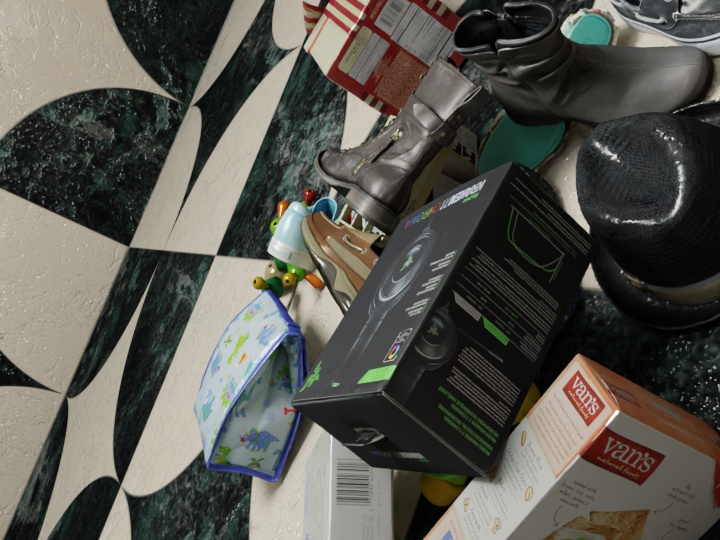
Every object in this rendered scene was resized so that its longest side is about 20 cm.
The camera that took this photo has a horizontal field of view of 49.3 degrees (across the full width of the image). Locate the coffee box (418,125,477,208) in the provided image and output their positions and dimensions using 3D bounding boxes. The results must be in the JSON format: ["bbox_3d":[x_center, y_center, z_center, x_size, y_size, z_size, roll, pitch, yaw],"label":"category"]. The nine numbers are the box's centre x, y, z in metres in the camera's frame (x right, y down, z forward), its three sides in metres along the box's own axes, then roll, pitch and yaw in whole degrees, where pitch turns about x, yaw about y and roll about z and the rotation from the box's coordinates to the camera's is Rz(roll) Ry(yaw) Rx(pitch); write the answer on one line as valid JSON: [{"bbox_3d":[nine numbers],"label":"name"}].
[{"bbox_3d":[0.069,-0.069,0.893,0.113,0.079,0.204,-36,38,43],"label":"coffee box"}]

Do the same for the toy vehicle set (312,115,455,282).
[{"bbox_3d":[0.021,-0.066,0.858,0.203,0.026,0.124,-63,27,4],"label":"toy vehicle set"}]

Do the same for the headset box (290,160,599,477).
[{"bbox_3d":[0.052,0.048,0.572,0.202,0.092,0.173,-58,14,-22],"label":"headset box"}]

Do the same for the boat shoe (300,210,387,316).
[{"bbox_3d":[0.000,0.000,0.764,0.073,0.076,0.201,-30,40,-3],"label":"boat shoe"}]

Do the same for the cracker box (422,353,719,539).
[{"bbox_3d":[0.133,0.166,0.503,0.202,0.132,0.058,-56,27,18],"label":"cracker box"}]

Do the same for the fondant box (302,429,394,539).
[{"bbox_3d":[-0.016,0.228,0.712,0.201,0.057,0.148,111,162,-64],"label":"fondant box"}]

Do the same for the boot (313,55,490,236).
[{"bbox_3d":[0.042,-0.138,0.796,0.176,0.069,0.200,-55,32,8],"label":"boot"}]

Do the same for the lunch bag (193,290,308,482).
[{"bbox_3d":[-0.135,0.144,1.044,0.170,0.125,0.204,40,113,64],"label":"lunch bag"}]

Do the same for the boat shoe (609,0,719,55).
[{"bbox_3d":[0.271,-0.241,0.675,0.073,0.067,0.201,-57,27,15],"label":"boat shoe"}]

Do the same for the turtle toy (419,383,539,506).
[{"bbox_3d":[0.067,0.103,0.721,0.147,0.100,0.201,-54,28,21],"label":"turtle toy"}]

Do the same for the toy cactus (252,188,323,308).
[{"bbox_3d":[-0.110,-0.010,1.199,0.165,0.100,0.204,123,158,-61],"label":"toy cactus"}]

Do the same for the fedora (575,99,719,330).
[{"bbox_3d":[0.221,-0.060,0.580,0.200,0.090,0.204,-43,33,37],"label":"fedora"}]

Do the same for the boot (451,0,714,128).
[{"bbox_3d":[0.182,-0.174,0.659,0.196,0.131,0.072,-1,70,35],"label":"boot"}]

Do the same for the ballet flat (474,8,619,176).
[{"bbox_3d":[0.188,-0.167,0.789,0.201,0.075,0.064,-53,-3,14],"label":"ballet flat"}]

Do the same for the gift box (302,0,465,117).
[{"bbox_3d":[0.029,-0.333,1.078,0.186,0.198,0.188,-51,27,14],"label":"gift box"}]

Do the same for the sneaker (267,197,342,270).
[{"bbox_3d":[-0.034,-0.044,0.969,0.073,0.199,0.083,29,101,22],"label":"sneaker"}]

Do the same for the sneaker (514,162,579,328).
[{"bbox_3d":[0.144,-0.003,0.721,0.086,0.076,0.203,-54,19,42],"label":"sneaker"}]
